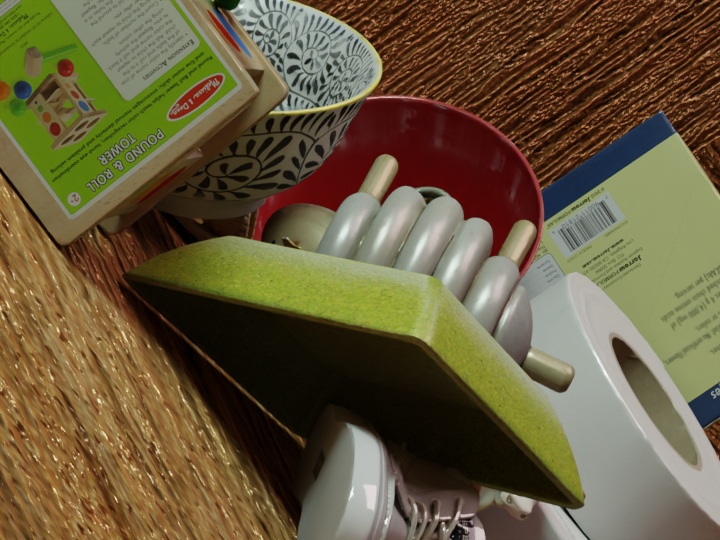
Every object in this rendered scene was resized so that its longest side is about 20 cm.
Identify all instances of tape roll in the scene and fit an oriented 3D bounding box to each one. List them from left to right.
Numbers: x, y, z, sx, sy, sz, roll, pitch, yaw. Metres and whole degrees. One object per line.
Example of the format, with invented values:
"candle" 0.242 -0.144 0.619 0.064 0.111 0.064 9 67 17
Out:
"tape roll" 0.164 0.102 1.790 0.203 0.071 0.203 51 15 -18

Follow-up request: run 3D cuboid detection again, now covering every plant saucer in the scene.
"plant saucer" 0.006 0.045 1.449 0.199 0.048 0.200 12 -22 36

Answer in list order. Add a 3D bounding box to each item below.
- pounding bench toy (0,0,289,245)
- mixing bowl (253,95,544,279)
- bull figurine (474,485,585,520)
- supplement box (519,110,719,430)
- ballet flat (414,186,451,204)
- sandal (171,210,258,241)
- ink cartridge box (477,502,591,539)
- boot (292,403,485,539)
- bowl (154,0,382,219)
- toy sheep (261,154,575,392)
"pounding bench toy" -0.098 -0.124 1.416 0.124 0.200 0.156 52 7 1
"mixing bowl" 0.022 -0.007 1.848 0.201 0.199 0.109 57 -19 34
"bull figurine" 0.057 0.097 1.654 0.065 0.121 0.200 43 16 -39
"supplement box" 0.189 0.029 1.963 0.200 0.199 0.134 57 5 5
"ballet flat" 0.000 0.000 1.694 0.067 0.064 0.200 32 35 14
"sandal" -0.074 -0.039 1.718 0.212 0.070 0.078 52 6 -5
"ink cartridge box" 0.116 0.199 1.733 0.200 0.083 0.147 45 9 -49
"boot" 0.022 0.120 1.392 0.095 0.074 0.200 23 9 -6
"bowl" -0.092 -0.091 1.620 0.199 0.095 0.201 8 25 -4
"toy sheep" 0.033 0.016 1.591 0.199 0.139 0.138 22 2 9
